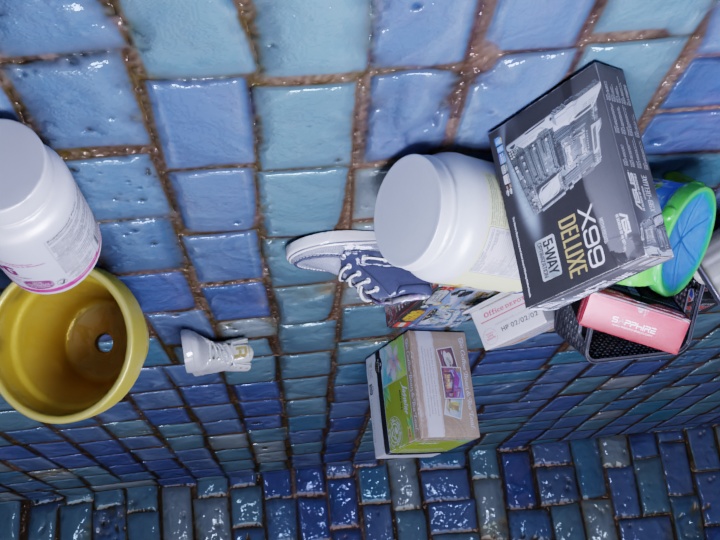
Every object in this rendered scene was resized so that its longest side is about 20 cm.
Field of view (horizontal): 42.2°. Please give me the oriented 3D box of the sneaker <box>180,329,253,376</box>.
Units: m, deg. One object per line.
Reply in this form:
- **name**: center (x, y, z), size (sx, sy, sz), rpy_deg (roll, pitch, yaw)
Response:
- **sneaker**: center (-0.239, 0.134, 1.575), size (0.113, 0.075, 0.200), rpy_deg (-8, 170, -3)

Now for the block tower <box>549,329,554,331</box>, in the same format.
- **block tower**: center (0.369, 0.067, 1.614), size (0.195, 0.055, 0.058), rpy_deg (-9, 161, 3)

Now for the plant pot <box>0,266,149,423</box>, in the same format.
- **plant pot**: center (-0.372, 0.096, 1.260), size (0.196, 0.206, 0.189), rpy_deg (-8, 175, 4)

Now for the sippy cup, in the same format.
- **sippy cup**: center (0.340, -0.055, 1.132), size (0.129, 0.143, 0.176), rpy_deg (25, -165, 38)

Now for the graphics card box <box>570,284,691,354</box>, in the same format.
- **graphics card box**: center (0.321, 0.032, 1.160), size (0.123, 0.052, 0.200), rpy_deg (16, -162, -1)

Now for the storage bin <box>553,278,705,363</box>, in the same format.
- **storage bin**: center (0.406, 0.052, 1.413), size (0.196, 0.138, 0.094), rpy_deg (-3, -156, -21)

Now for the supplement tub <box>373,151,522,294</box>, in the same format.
- **supplement tub**: center (0.128, -0.054, 1.069), size (0.197, 0.148, 0.144), rpy_deg (8, 156, -35)

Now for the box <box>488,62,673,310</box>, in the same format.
- **box**: center (0.217, -0.079, 0.946), size (0.049, 0.205, 0.157), rpy_deg (3, 159, -36)

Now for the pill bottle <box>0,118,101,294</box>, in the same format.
- **pill bottle**: center (-0.336, -0.061, 0.938), size (0.111, 0.116, 0.201), rpy_deg (-5, 159, -4)

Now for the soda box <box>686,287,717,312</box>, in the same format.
- **soda box**: center (0.504, 0.032, 1.551), size (0.195, 0.065, 0.071), rpy_deg (-2, 160, -16)

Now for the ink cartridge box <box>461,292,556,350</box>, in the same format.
- **ink cartridge box**: center (0.253, 0.071, 1.481), size (0.114, 0.069, 0.199), rpy_deg (-29, 166, 27)

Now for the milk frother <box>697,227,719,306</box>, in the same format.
- **milk frother**: center (0.514, -0.052, 1.189), size (0.186, 0.181, 0.201), rpy_deg (-34, 109, 14)

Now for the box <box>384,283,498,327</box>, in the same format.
- **box**: center (0.138, 0.043, 1.490), size (0.134, 0.041, 0.200), rpy_deg (1, 159, -24)

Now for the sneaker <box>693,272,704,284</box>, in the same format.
- **sneaker**: center (0.578, -0.030, 1.386), size (0.197, 0.078, 0.111), rpy_deg (1, 152, -41)

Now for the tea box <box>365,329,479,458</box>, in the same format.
- **tea box**: center (0.114, 0.239, 1.778), size (0.131, 0.204, 0.197), rpy_deg (4, 157, -26)

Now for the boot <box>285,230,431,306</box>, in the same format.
- **boot**: center (0.000, 0.000, 1.250), size (0.195, 0.092, 0.073), rpy_deg (-5, 160, -7)

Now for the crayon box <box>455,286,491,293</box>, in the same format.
- **crayon box**: center (0.207, -0.030, 1.300), size (0.125, 0.052, 0.198), rpy_deg (10, 155, -39)
